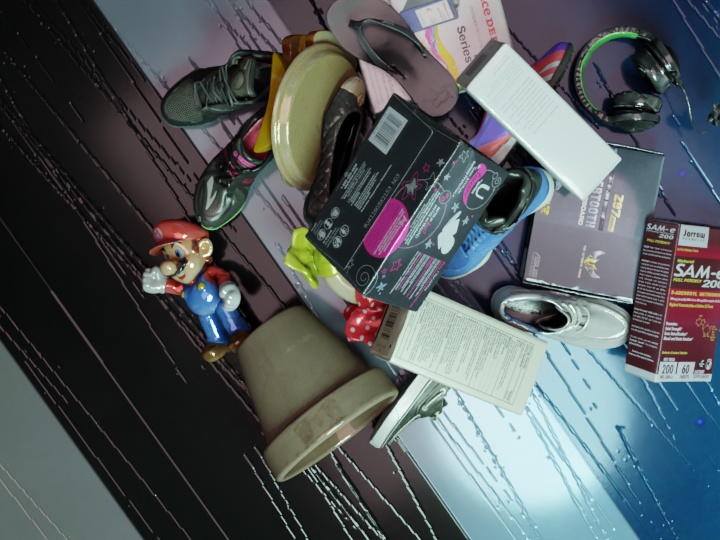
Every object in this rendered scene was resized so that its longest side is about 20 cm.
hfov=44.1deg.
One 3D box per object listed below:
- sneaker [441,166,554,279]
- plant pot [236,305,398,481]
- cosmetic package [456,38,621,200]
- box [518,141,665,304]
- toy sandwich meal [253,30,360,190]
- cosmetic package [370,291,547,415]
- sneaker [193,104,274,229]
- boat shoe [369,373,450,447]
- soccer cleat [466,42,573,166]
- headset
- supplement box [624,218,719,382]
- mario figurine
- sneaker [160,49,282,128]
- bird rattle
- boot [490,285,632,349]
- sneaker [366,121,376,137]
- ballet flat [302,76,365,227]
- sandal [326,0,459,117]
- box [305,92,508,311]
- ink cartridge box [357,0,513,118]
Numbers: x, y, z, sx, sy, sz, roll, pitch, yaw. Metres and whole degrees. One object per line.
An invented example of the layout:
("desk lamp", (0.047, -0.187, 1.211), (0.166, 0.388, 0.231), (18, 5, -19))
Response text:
("sneaker", (0.154, -0.062, 1.144), (0.199, 0.111, 0.078), (-39, 73, 24))
("plant pot", (-0.075, 0.149, 1.172), (0.199, 0.200, 0.176), (-38, 78, 7))
("cosmetic package", (0.214, -0.185, 1.082), (0.199, 0.102, 0.071), (41, 102, -13))
("box", (0.305, -0.070, 1.183), (0.154, 0.051, 0.205), (11, 96, 2))
("toy sandwich meal", (-0.068, -0.208, 1.148), (0.069, 0.204, 0.210), (17, 97, 32))
("cosmetic package", (0.125, 0.099, 1.137), (0.197, 0.087, 0.105), (25, 85, -16))
("sneaker", (-0.164, -0.146, 1.191), (0.076, 0.084, 0.202), (35, 97, 1))
("boat shoe", (0.090, 0.172, 1.213), (0.063, 0.071, 0.201), (39, 95, -1))
("soccer cleat", (0.204, -0.223, 1.169), (0.073, 0.068, 0.202), (35, 99, 4))
("headset", (0.370, -0.235, 1.141), (0.198, 0.094, 0.125), (29, 98, 12))
("supplement box", (0.416, 0.040, 1.161), (0.107, 0.061, 0.205), (3, 97, -28))
("mario figurine", (-0.229, 0.028, 1.202), (0.122, 0.106, 0.203), (-28, 97, -3))
("sneaker", (-0.182, -0.243, 1.170), (0.195, 0.114, 0.078), (-13, 93, 7))
("bird rattle", (0.000, 0.000, 1.169), (0.200, 0.113, 0.164), (43, 111, 2))
("boot", (0.272, 0.068, 1.177), (0.195, 0.096, 0.075), (9, 97, 3))
("sneaker", (0.056, -0.109, 1.156), (0.074, 0.080, 0.203), (-29, 119, -23))
("ballet flat", (-0.022, -0.146, 1.124), (0.056, 0.066, 0.204), (11, 84, 32))
("sandal", (0.043, -0.273, 1.099), (0.199, 0.043, 0.077), (39, 97, 1))
("box", (0.052, -0.076, 1.038), (0.132, 0.114, 0.202), (43, 105, 39))
("ink cartridge box", (0.092, -0.299, 1.158), (0.196, 0.088, 0.148), (-16, 94, 4))
